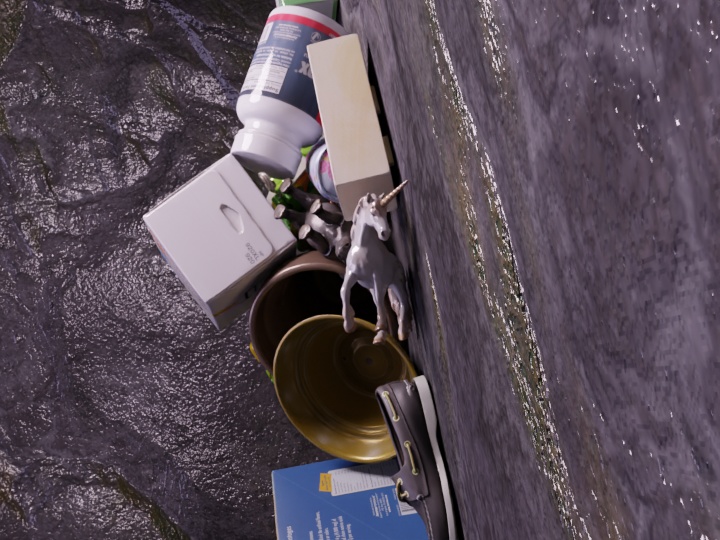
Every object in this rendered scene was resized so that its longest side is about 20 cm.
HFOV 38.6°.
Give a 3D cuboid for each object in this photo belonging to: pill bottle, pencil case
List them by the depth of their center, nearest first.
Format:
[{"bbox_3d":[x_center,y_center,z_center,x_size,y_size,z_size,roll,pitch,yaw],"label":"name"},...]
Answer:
[{"bbox_3d":[-0.022,-0.134,1.327,0.084,0.090,0.200,59,-179,-10],"label":"pencil case"},{"bbox_3d":[-0.094,-0.227,1.341,0.120,0.118,0.202,102,-174,-79],"label":"pill bottle"}]

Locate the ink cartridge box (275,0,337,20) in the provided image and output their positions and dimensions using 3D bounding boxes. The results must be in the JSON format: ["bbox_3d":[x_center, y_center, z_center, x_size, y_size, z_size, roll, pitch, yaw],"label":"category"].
[{"bbox_3d":[-0.092,-0.461,1.518,0.145,0.086,0.203,111,147,-81],"label":"ink cartridge box"}]

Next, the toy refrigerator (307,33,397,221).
[{"bbox_3d":[-0.007,-0.165,1.171,0.076,0.069,0.202,74,-175,-60],"label":"toy refrigerator"}]

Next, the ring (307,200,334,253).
[{"bbox_3d":[-0.042,-0.081,1.544,0.200,0.019,0.202,-90,26,-89],"label":"ring"}]

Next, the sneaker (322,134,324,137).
[{"bbox_3d":[-0.048,-0.204,1.597,0.080,0.083,0.202,29,127,29],"label":"sneaker"}]

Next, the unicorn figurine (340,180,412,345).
[{"bbox_3d":[0.018,0.001,1.106,0.200,0.073,0.139,74,-164,-76],"label":"unicorn figurine"}]

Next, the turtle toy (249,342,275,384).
[{"bbox_3d":[-0.083,0.135,1.508,0.147,0.101,0.199,56,159,-14],"label":"turtle toy"}]

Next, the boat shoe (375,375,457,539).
[{"bbox_3d":[0.062,0.217,1.118,0.072,0.060,0.204,89,171,-66],"label":"boat shoe"}]

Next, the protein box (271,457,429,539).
[{"bbox_3d":[0.002,0.339,1.258,0.199,0.197,0.137,-107,8,-62],"label":"protein box"}]

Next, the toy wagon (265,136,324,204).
[{"bbox_3d":[-0.067,-0.138,1.491,0.039,0.200,0.155,37,169,18],"label":"toy wagon"}]

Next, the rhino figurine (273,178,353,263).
[{"bbox_3d":[-0.033,-0.045,1.248,0.087,0.060,0.200,31,-174,-37],"label":"rhino figurine"}]

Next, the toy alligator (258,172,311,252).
[{"bbox_3d":[-0.085,-0.087,1.382,0.059,0.054,0.201,49,171,28],"label":"toy alligator"}]

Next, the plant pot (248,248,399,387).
[{"bbox_3d":[-0.035,0.044,1.383,0.175,0.197,0.203,-69,-26,-63],"label":"plant pot"}]

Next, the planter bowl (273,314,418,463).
[{"bbox_3d":[-0.002,0.129,1.264,0.083,0.198,0.203,-46,-47,-57],"label":"planter bowl"}]

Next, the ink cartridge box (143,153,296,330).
[{"bbox_3d":[-0.183,-0.033,1.381,0.148,0.144,0.200,51,169,8],"label":"ink cartridge box"}]
